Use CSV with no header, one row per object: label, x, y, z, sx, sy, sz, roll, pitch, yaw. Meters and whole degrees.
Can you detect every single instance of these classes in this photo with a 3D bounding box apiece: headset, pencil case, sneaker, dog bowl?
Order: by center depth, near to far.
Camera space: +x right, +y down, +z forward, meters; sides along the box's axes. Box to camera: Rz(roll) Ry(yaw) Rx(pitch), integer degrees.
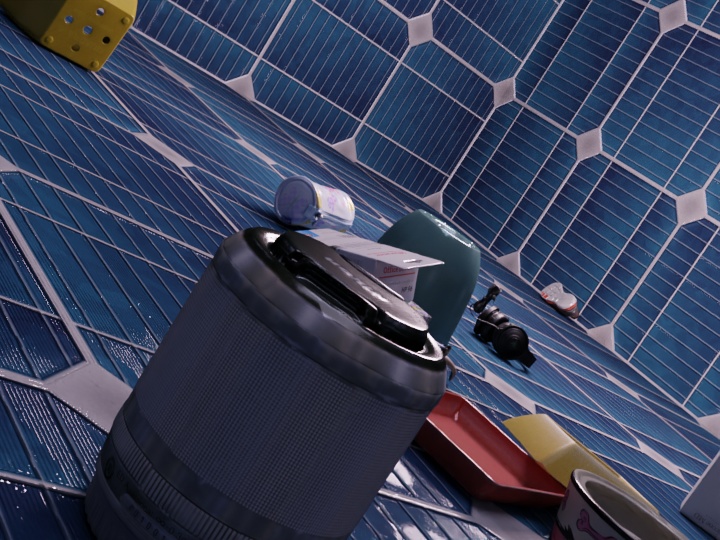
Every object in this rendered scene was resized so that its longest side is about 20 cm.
dog bowl,0.289,0.304,1.211,0.198,0.074,0.200,33,8,-5
pencil case,-0.078,-0.112,2.001,0.089,0.084,0.200,19,3,18
headset,0.271,0.106,2.132,0.200,0.094,0.123,41,1,-43
sneaker,0.642,0.106,3.639,0.083,0.076,0.200,59,-1,-23

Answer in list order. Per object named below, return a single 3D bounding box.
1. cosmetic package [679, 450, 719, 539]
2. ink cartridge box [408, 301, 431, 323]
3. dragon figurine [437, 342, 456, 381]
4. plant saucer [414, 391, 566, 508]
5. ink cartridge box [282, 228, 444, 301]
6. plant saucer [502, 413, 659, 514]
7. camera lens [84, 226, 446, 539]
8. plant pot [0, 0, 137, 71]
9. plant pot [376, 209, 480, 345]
cosmetic package,0.610,0.331,1.815,0.101,0.202,0.071,35,9,17
ink cartridge box,0.016,0.046,1.658,0.109,0.051,0.199,39,9,27
dragon figurine,0.067,0.097,1.546,0.099,0.059,0.199,40,12,34
plant saucer,0.123,0.200,1.280,0.199,0.037,0.199,41,12,36
ink cartridge box,0.000,0.000,1.527,0.198,0.069,0.115,16,13,32
plant saucer,0.283,0.254,1.407,0.199,0.049,0.200,39,1,-9
camera lens,-0.055,0.089,0.681,0.159,0.202,0.160,32,8,-5
plant pot,-0.533,-0.497,2.139,0.199,0.201,0.177,25,23,-43
plant pot,0.105,-0.001,1.878,0.199,0.162,0.201,32,9,-6
